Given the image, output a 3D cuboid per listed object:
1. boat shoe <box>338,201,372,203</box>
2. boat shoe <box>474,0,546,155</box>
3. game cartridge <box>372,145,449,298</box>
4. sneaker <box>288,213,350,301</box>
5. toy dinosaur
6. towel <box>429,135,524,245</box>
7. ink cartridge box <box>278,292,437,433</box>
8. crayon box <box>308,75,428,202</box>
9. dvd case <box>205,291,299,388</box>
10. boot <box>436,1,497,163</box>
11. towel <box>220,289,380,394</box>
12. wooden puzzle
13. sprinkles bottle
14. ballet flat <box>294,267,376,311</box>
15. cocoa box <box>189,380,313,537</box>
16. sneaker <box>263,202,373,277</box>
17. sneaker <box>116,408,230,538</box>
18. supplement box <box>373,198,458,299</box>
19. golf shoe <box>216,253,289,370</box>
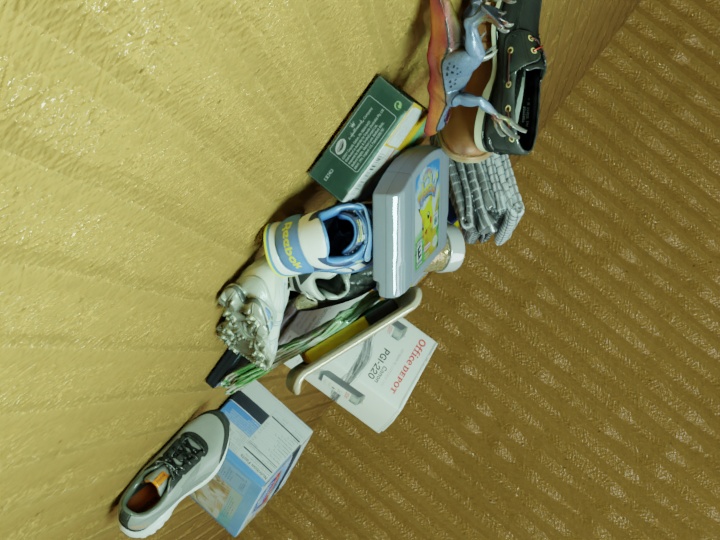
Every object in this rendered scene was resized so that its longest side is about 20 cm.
[{"bbox_3d":[0.007,-0.079,1.410,0.068,0.057,0.199,23,128,-42],"label":"boat shoe"},{"bbox_3d":[0.174,-0.225,1.219,0.073,0.062,0.205,4,96,-53],"label":"boat shoe"},{"bbox_3d":[0.060,-0.066,1.262,0.200,0.040,0.136,-45,135,-62],"label":"game cartridge"},{"bbox_3d":[-0.053,0.007,1.334,0.074,0.089,0.200,-43,171,-9],"label":"sneaker"},{"bbox_3d":[0.088,-0.214,1.152,0.182,0.198,0.106,-47,-147,39],"label":"toy dinosaur"},{"bbox_3d":[0.151,-0.137,1.561,0.084,0.203,0.166,-15,171,-3],"label":"towel"},{"bbox_3d":[-0.006,0.115,1.642,0.146,0.199,0.085,-55,-177,-40],"label":"ink cartridge box"},{"bbox_3d":[0.019,-0.139,1.244,0.126,0.051,0.200,-53,172,9],"label":"crayon box"},{"bbox_3d":[-0.130,0.083,1.517,0.143,0.017,0.200,-53,173,11],"label":"dvd case"},{"bbox_3d":[0.133,-0.234,1.266,0.156,0.072,0.202,95,5,-50],"label":"boot"},{"bbox_3d":[-0.075,0.088,1.454,0.198,0.024,0.152,-31,-179,22],"label":"towel"},{"bbox_3d":[-0.017,0.083,1.442,0.199,0.037,0.185,-36,-179,-8],"label":"wooden puzzle"},{"bbox_3d":[0.048,-0.026,1.549,0.197,0.069,0.069,-5,144,-33],"label":"sprinkles bottle"},{"bbox_3d":[0.000,0.000,1.457,0.198,0.058,0.066,-26,-173,-16],"label":"ballet flat"},{"bbox_3d":[-0.181,0.291,1.742,0.131,0.133,0.201,-45,170,-37],"label":"cocoa box"},{"bbox_3d":[-0.012,-0.035,1.205,0.081,0.075,0.199,-17,180,39],"label":"sneaker"},{"bbox_3d":[-0.242,0.264,1.487,0.201,0.074,0.080,-49,167,-22],"label":"sneaker"},{"bbox_3d":[0.079,-0.061,1.777,0.109,0.109,0.201,-43,168,-49],"label":"supplement box"},{"bbox_3d":[-0.107,0.044,1.268,0.098,0.078,0.200,-55,176,-24],"label":"golf shoe"}]
